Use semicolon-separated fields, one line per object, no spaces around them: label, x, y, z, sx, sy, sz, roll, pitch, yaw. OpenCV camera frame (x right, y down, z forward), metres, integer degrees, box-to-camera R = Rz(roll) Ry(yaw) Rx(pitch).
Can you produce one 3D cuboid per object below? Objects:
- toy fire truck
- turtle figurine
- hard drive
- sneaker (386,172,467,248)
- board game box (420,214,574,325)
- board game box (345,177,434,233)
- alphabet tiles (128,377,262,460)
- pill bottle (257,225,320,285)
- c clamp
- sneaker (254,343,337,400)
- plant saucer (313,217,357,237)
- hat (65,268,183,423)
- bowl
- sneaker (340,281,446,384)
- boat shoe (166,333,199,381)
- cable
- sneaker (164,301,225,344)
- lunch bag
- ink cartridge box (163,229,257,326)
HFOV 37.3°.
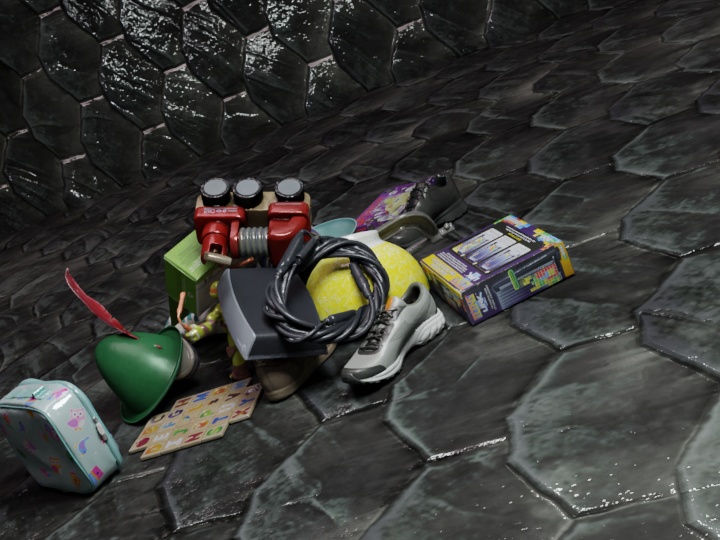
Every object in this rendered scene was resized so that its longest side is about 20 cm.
toy fire truck;-0.165;-0.048;1.582;0.174;0.129;0.201;0;48;2
turtle figurine;-0.189;0.074;1.643;0.064;0.162;0.200;-12;21;34
hard drive;-0.129;0.056;1.538;0.134;0.043;0.200;-2;31;-19
sneaker;0.107;-0.105;1.904;0.076;0.091;0.200;-2;28;45
board game box;0.194;-0.005;1.555;0.164;0.057;0.200;-28;18;-5
board game box;0.064;-0.124;2.122;0.119;0.032;0.200;-17;18;33
alphabet tiles;-0.237;0.214;1.557;0.199;0.006;0.167;-19;19;17
pill bottle;-0.117;-0.032;1.779;0.111;0.113;0.200;-26;22;-8
c clamp;0.063;-0.033;1.742;0.199;0.171;0.027;-28;61;10
sneaker;-0.092;0.108;1.562;0.070;0.076;0.200;-15;20;26
plant saucer;-0.089;-0.034;2.027;0.199;0.036;0.200;-24;20;9
hat;-0.395;0.121;1.649;0.200;0.176;0.167;12;71;60
bowl;0.000;0.000;1.630;0.198;0.109;0.200;-13;7;2
sneaker;0.035;0.088;1.453;0.074;0.080;0.200;-2;29;43
boat shoe;-0.299;0.145;1.734;0.199;0.062;0.073;-1;70;56
cable;-0.048;0.034;1.496;0.051;0.162;0.201;117;178;-49
sneaker;-0.281;0.103;1.867;0.199;0.070;0.094;5;51;53
lunch bag;-0.429;0.228;1.508;0.199;0.161;0.077;-6;25;46
ink cartridge box;-0.242;0.014;1.753;0.076;0.201;0.148;34;56;20
